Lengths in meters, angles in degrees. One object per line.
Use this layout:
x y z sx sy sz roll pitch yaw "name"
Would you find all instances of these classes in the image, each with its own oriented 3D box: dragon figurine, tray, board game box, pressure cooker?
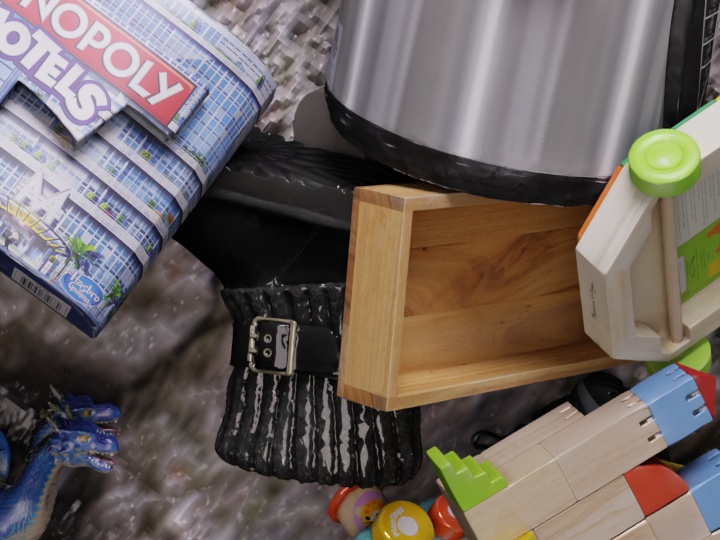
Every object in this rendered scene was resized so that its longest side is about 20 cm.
-0.212 0.114 1.244 0.199 0.059 0.100 -3 99 14 "dragon figurine"
0.072 0.004 1.153 0.037 0.200 0.099 14 105 41 "tray"
-0.143 -0.109 1.102 0.200 0.062 0.200 36 74 -3 "board game box"
0.080 -0.147 1.112 0.178 0.176 0.201 -6 116 -40 "pressure cooker"

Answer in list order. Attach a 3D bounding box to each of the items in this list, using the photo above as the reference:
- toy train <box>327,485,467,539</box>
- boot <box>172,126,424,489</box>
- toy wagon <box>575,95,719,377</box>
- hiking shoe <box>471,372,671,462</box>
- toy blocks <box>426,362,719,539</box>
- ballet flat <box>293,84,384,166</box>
-0.025 0.168 1.222 0.200 0.150 0.056 -36 72 1 "toy train"
-0.059 0.016 1.189 0.211 0.079 0.158 16 111 29 "boot"
0.188 -0.035 1.128 0.200 0.155 0.040 -34 53 -17 "toy wagon"
0.142 0.154 1.235 0.087 0.074 0.200 -28 88 16 "hiking shoe"
0.133 0.135 1.145 0.136 0.100 0.200 -30 108 -6 "toy blocks"
0.000 0.000 1.223 0.067 0.046 0.201 2 104 32 "ballet flat"
